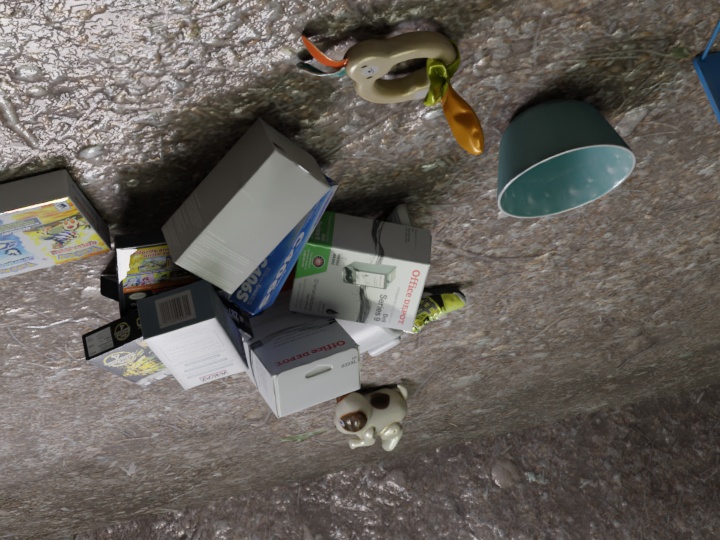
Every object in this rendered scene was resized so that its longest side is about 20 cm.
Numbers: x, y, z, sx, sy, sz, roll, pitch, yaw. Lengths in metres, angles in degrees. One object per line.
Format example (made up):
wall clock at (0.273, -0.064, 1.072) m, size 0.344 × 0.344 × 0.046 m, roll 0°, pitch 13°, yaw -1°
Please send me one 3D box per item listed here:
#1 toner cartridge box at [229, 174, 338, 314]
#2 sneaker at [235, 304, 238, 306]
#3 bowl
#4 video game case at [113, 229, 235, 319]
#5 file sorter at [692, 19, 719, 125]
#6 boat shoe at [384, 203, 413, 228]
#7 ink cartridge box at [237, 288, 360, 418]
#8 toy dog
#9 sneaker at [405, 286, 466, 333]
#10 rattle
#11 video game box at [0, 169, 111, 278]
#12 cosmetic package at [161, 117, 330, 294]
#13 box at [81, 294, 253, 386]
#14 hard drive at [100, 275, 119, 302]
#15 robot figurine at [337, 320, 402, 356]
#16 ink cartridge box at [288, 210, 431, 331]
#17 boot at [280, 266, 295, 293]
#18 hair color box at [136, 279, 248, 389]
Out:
toner cartridge box at (-0.103, -0.041, 1.376) m, size 0.201 × 0.043 × 0.095 m, roll -60°, pitch 175°, yaw 12°
sneaker at (-0.262, 0.086, 1.659) m, size 0.197 × 0.086 × 0.077 m, roll 2°, pitch 175°, yaw 13°
bowl at (0.274, -0.166, 1.406) m, size 0.198 × 0.106 × 0.201 m, roll -12°, pitch 159°, yaw -5°
video game case at (-0.239, 0.000, 1.402) m, size 0.197 × 0.026 × 0.182 m, roll -9°, pitch 148°, yaw -17°
file sorter at (0.562, -0.268, 1.297) m, size 0.197 × 0.140 × 0.123 m, roll -12°, pitch 155°, yaw -5°
boat shoe at (0.052, -0.043, 1.618) m, size 0.071 × 0.071 × 0.201 m, roll -14°, pitch 160°, yaw -3°
ink cartridge box at (-0.106, 0.121, 1.554) m, size 0.144 × 0.200 × 0.085 m, roll -17°, pitch 124°, yaw -22°
toy dog at (0.019, 0.362, 2.503) m, size 0.199 × 0.141 × 0.194 m, roll 9°, pitch 136°, yaw -45°
sneaker at (0.115, 0.084, 1.958) m, size 0.197 × 0.077 × 0.076 m, roll -9°, pitch 157°, yaw -15°
rattle at (0.030, -0.196, 1.149) m, size 0.198 × 0.145 × 0.129 m, roll -4°, pitch 176°, yaw -39°
video game box at (-0.450, -0.053, 1.319) m, size 0.197 × 0.047 × 0.182 m, roll -14°, pitch 161°, yaw 0°
cosmetic package at (-0.146, -0.080, 1.271) m, size 0.200 × 0.090 × 0.106 m, roll -46°, pitch 132°, yaw 11°
box at (-0.278, 0.096, 1.464) m, size 0.198 × 0.050 × 0.161 m, roll -24°, pitch 156°, yaw 10°
hard drive at (-0.286, 0.029, 1.552) m, size 0.198 × 0.033 × 0.139 m, roll 0°, pitch -175°, yaw -31°
robot figurine at (0.003, 0.089, 1.852) m, size 0.199 × 0.113 × 0.170 m, roll -26°, pitch 117°, yaw 28°
ink cartridge box at (0.000, 0.000, 1.531) m, size 0.197 × 0.085 × 0.147 m, roll 10°, pitch 131°, yaw -4°
boot at (-0.129, 0.025, 1.676) m, size 0.106 × 0.076 × 0.200 m, roll -9°, pitch 157°, yaw -26°
hair color box at (-0.223, 0.090, 1.362) m, size 0.098 × 0.061 × 0.201 m, roll -17°, pitch 154°, yaw -1°
